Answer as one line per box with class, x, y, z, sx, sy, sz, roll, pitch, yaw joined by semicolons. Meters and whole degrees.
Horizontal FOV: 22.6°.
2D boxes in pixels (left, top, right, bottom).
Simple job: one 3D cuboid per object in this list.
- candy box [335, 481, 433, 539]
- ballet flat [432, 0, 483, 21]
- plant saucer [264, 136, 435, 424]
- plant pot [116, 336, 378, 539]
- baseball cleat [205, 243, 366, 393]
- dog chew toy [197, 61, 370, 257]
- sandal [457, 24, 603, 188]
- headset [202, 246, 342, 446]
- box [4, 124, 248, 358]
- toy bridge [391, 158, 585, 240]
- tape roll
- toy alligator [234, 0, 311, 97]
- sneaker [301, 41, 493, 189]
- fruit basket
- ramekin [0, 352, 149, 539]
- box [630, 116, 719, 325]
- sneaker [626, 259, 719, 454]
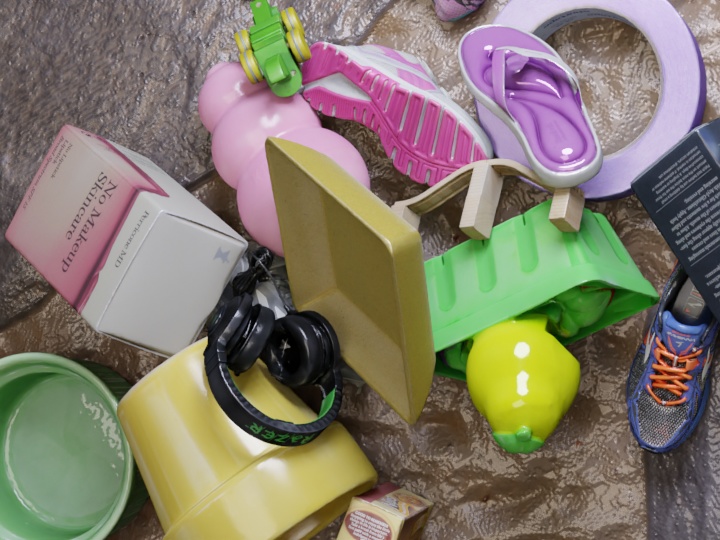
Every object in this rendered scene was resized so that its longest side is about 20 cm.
candy box;-0.004;0.297;1.629;0.055;0.115;0.201;23;96;14
ballet flat;0.043;-0.315;1.647;0.071;0.069;0.201;-34;82;28
plant saucer;0.000;0.000;1.520;0.048;0.201;0.200;-26;42;-21
plant pot;-0.115;0.166;1.618;0.200;0.201;0.189;-37;79;13
baseball cleat;-0.068;0.035;1.672;0.199;0.070;0.107;21;96;14
dog chew toy;-0.079;-0.109;1.653;0.124;0.124;0.200;-39;72;12
sandal;0.147;-0.153;1.514;0.082;0.050;0.203;-25;51;-9
headset;-0.084;0.068;1.574;0.094;0.123;0.201;-46;39;42
box;-0.217;-0.027;1.650;0.200;0.109;0.128;38;101;46
toy bridge;0.104;-0.060;1.543;0.199;0.027;0.068;-4;62;41
tape roll;0.203;-0.162;1.596;0.199;0.066;0.201;0;91;16
toy alligator;-0.079;-0.209;1.649;0.059;0.200;0.054;-24;126;6
sneaker;0.046;-0.150;1.622;0.200;0.088;0.082;38;126;19
fruit basket;0.146;0.063;1.544;0.215;0.155;0.217;-8;77;36
ramekin;-0.290;0.176;1.720;0.199;0.098;0.201;0;90;16
box;0.349;-0.037;1.496;0.201;0.148;0.107;58;147;8
sneaker;0.275;0.062;1.568;0.075;0.078;0.201;15;94;16
